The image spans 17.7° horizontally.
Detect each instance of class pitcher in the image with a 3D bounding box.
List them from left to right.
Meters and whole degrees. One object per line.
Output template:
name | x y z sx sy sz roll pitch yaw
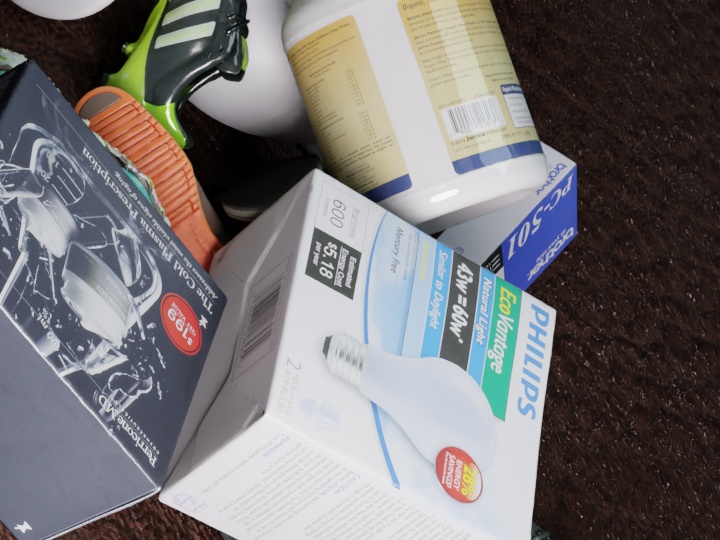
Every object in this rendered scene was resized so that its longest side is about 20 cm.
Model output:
pitcher | -0.032 -0.167 1.674 0.200 0.172 0.121 29 -1 -14

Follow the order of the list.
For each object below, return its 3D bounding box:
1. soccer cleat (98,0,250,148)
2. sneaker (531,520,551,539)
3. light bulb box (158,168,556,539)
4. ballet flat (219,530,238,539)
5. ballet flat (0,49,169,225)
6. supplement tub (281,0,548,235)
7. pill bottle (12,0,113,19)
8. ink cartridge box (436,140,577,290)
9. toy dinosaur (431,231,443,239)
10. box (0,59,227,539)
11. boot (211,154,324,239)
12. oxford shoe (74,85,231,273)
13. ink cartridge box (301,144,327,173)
soccer cleat | -0.102 -0.177 1.575 0.081 0.200 0.068 27 -2 8
sneaker | 0.156 0.247 1.787 0.200 0.086 0.080 64 24 0
light bulb box | 0.003 0.082 1.444 0.200 0.125 0.199 29 48 -23
ballet flat | -0.054 0.173 1.480 0.068 0.068 0.200 -29 93 -54
ballet flat | -0.180 -0.063 1.440 0.200 0.076 0.064 56 1 -27
supplement tub | 0.031 -0.129 1.559 0.144 0.144 0.201 -10 80 -63
pill bottle | -0.173 -0.252 1.579 0.113 0.112 0.200 58 26 -13
ink cartridge box | 0.084 0.002 1.709 0.044 0.200 0.094 34 -24 24
toy dinosaur | 0.080 -0.038 1.777 0.101 0.200 0.058 -25 52 -36
box | -0.188 0.019 1.325 0.200 0.104 0.182 52 30 -24
boot | -0.036 0.003 1.585 0.154 0.073 0.204 65 -9 -7
oxford shoe | -0.130 -0.033 1.544 0.200 0.071 0.073 61 2 -9
ink cartridge box | 0.007 -0.159 1.798 0.200 0.144 0.084 48 29 -31
